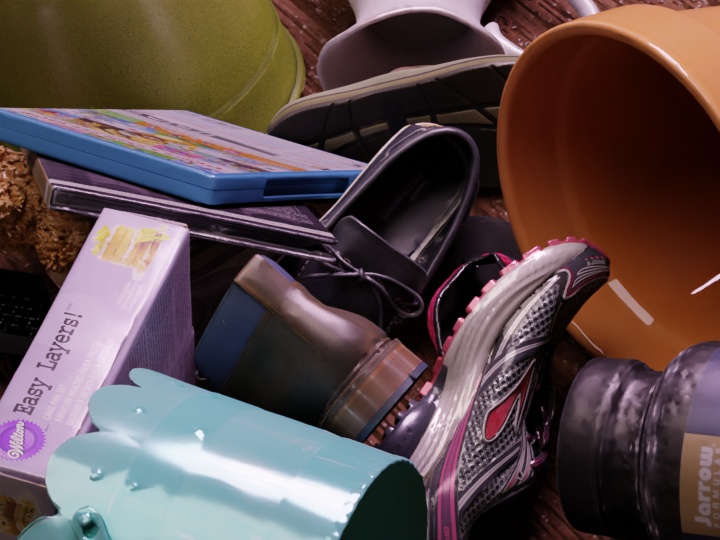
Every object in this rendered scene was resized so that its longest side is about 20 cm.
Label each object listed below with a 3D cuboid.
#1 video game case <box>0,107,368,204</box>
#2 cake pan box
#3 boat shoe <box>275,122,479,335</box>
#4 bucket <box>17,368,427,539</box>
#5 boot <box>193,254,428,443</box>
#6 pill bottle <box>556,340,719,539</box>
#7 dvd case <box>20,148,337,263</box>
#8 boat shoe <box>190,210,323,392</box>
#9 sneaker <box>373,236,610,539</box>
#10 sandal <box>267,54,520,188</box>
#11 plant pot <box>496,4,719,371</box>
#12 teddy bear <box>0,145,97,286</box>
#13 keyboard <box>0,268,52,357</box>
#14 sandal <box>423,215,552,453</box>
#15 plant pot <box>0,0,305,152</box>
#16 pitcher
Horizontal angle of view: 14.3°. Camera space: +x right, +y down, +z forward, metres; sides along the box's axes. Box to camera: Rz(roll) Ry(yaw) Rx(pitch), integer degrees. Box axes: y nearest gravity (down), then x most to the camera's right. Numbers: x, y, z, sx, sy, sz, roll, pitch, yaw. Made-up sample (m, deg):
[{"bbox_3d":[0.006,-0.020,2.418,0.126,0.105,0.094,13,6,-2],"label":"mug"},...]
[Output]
[{"bbox_3d":[-0.089,-0.063,1.554,0.143,0.018,0.200,18,10,25],"label":"video game case"},{"bbox_3d":[-0.130,0.102,1.395,0.052,0.200,0.184,13,46,13],"label":"cake pan box"},{"bbox_3d":[0.000,0.000,1.525,0.200,0.075,0.062,-54,8,-17],"label":"boat shoe"},{"bbox_3d":[-0.063,0.154,1.303,0.134,0.208,0.207,15,49,18],"label":"bucket"},{"bbox_3d":[-0.035,0.052,1.408,0.097,0.200,0.075,42,66,1],"label":"boot"},{"bbox_3d":[0.198,0.091,1.336,0.199,0.112,0.112,4,45,27],"label":"pill bottle"},{"bbox_3d":[-0.101,-0.042,1.516,0.148,0.016,0.200,11,9,-13],"label":"dvd case"},{"bbox_3d":[-0.098,0.026,1.574,0.199,0.075,0.073,-25,29,-19],"label":"boat shoe"},{"bbox_3d":[0.067,0.073,1.421,0.075,0.081,0.200,30,77,13],"label":"sneaker"},{"bbox_3d":[0.044,-0.090,1.637,0.200,0.080,0.057,-3,29,20],"label":"sandal"},{"bbox_3d":[0.184,-0.051,1.459,0.140,0.201,0.200,-24,37,-32],"label":"plant pot"},{"bbox_3d":[-0.210,-0.038,1.623,0.199,0.145,0.067,18,88,-6],"label":"teddy bear"},{"bbox_3d":[-0.263,-0.004,1.602,0.199,0.040,0.104,11,32,-29],"label":"keyboard"},{"bbox_3d":[0.068,0.032,1.508,0.075,0.045,0.200,-13,40,10],"label":"sandal"},{"bbox_3d":[-0.155,-0.169,1.713,0.200,0.193,0.201,-12,40,10],"label":"plant pot"},{"bbox_3d":[0.061,-0.191,1.726,0.171,0.121,0.201,4,52,-3],"label":"pitcher"}]
